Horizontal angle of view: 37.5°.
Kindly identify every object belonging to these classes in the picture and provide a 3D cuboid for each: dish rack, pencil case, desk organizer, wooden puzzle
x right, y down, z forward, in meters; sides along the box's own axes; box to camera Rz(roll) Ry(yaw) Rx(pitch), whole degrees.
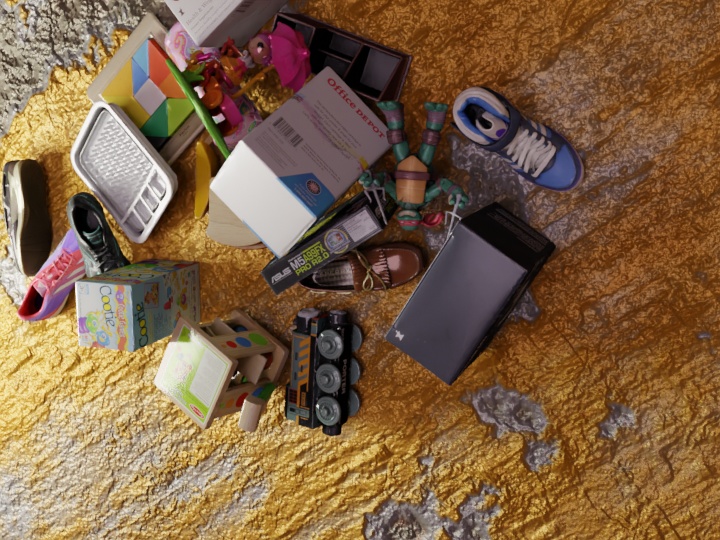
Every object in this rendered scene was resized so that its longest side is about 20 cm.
[{"bbox_3d":[-0.377,-0.163,1.718,0.200,0.043,0.172,49,134,7],"label":"dish rack"},{"bbox_3d":[-0.222,-0.285,1.610,0.087,0.087,0.201,-37,73,24],"label":"pencil case"},{"bbox_3d":[-0.034,-0.313,1.552,0.198,0.077,0.072,24,108,16],"label":"desk organizer"},{"bbox_3d":[-0.334,-0.279,1.703,0.185,0.037,0.200,-43,83,23],"label":"wooden puzzle"}]

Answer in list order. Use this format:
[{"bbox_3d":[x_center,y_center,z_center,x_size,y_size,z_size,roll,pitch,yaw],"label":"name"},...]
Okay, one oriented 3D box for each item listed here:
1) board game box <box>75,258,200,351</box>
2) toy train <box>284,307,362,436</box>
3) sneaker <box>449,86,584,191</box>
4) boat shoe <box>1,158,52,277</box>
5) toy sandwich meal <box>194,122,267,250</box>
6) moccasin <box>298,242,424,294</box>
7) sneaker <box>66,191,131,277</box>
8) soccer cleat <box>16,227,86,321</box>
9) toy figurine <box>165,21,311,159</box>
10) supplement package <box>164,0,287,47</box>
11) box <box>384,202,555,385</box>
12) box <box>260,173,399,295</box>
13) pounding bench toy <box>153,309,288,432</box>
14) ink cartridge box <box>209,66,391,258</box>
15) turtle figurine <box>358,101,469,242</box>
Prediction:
[{"bbox_3d":[-0.348,0.051,1.681,0.102,0.200,0.106,4,101,21],"label":"board game box"},{"bbox_3d":[-0.062,0.155,1.653,0.113,0.085,0.202,9,103,30],"label":"toy train"},{"bbox_3d":[0.208,-0.173,1.442,0.200,0.146,0.081,43,112,10],"label":"sneaker"},{"bbox_3d":[-0.578,-0.091,1.825,0.064,0.073,0.202,7,99,32],"label":"boat shoe"},{"bbox_3d":[-0.187,-0.132,1.652,0.203,0.070,0.208,4,102,21],"label":"toy sandwich meal"},{"bbox_3d":[0.000,-0.002,1.597,0.199,0.078,0.075,-2,99,22],"label":"moccasin"},{"bbox_3d":[-0.432,-0.031,1.749,0.075,0.079,0.202,-27,99,-8],"label":"sneaker"},{"bbox_3d":[-0.517,0.008,1.810,0.068,0.073,0.201,40,111,11],"label":"soccer cleat"},{"bbox_3d":[-0.160,-0.281,1.499,0.183,0.151,0.200,-33,46,-4],"label":"toy figurine"},{"bbox_3d":[-0.201,-0.466,1.553,0.191,0.147,0.201,-39,85,23],"label":"supplement package"},{"bbox_3d":[0.156,0.028,1.473,0.117,0.200,0.198,36,111,12],"label":"box"},{"bbox_3d":[-0.038,-0.055,1.556,0.199,0.160,0.044,-31,102,25],"label":"box"},{"bbox_3d":[-0.185,0.169,1.645,0.199,0.155,0.125,36,113,28],"label":"pounding bench toy"},{"bbox_3d":[-0.080,-0.153,1.501,0.147,0.200,0.146,45,146,-2],"label":"ink cartridge box"},{"bbox_3d":[0.070,-0.129,1.459,0.148,0.101,0.203,1,94,-5],"label":"turtle figurine"}]
